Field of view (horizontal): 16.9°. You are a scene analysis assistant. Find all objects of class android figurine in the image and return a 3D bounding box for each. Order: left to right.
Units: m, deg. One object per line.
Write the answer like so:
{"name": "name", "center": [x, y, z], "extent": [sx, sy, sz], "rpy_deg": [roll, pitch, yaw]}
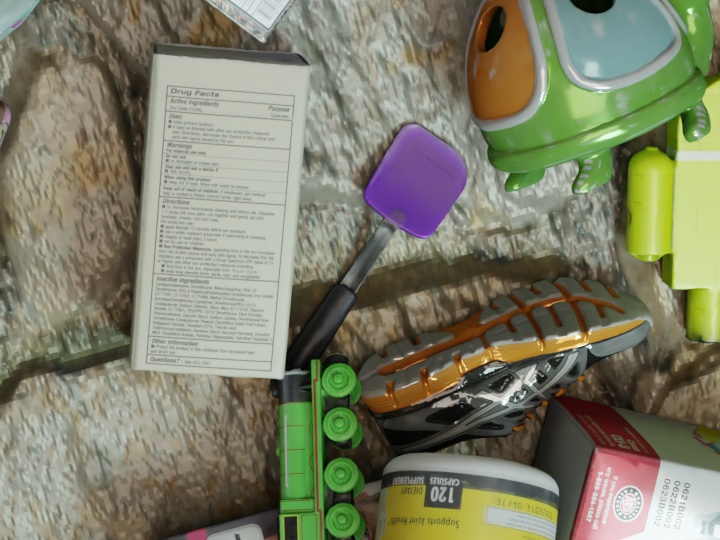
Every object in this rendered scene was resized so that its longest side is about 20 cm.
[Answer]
{"name": "android figurine", "center": [0.264, -0.051, 1.610], "extent": [0.181, 0.041, 0.201], "rpy_deg": [1, 102, -7]}

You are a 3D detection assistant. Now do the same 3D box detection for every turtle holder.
{"name": "turtle holder", "center": [0.153, -0.137, 1.528], "extent": [0.185, 0.141, 0.132], "rpy_deg": [-22, 101, -2]}

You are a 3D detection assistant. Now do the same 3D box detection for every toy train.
{"name": "toy train", "center": [-0.026, 0.151, 1.533], "extent": [0.056, 0.042, 0.201], "rpy_deg": [-4, 74, 6]}

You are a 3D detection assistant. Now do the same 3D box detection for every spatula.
{"name": "spatula", "center": [0.000, 0.000, 1.593], "extent": [0.056, 0.021, 0.201], "rpy_deg": [33, 97, 1]}

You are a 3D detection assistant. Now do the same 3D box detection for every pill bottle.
{"name": "pill bottle", "center": [0.058, 0.219, 1.486], "extent": [0.111, 0.112, 0.201], "rpy_deg": [9, 77, -9]}

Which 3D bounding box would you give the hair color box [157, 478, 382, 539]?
{"name": "hair color box", "center": [-0.031, 0.199, 1.571], "extent": [0.199, 0.061, 0.101], "rpy_deg": [-15, 79, -8]}

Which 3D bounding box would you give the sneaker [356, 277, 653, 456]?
{"name": "sneaker", "center": [0.099, 0.067, 1.598], "extent": [0.199, 0.078, 0.078], "rpy_deg": [-19, 116, 0]}

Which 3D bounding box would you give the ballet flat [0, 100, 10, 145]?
{"name": "ballet flat", "center": [-0.292, -0.033, 1.534], "extent": [0.199, 0.069, 0.071], "rpy_deg": [-33, 121, 4]}

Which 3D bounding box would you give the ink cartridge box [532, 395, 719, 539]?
{"name": "ink cartridge box", "center": [0.215, 0.184, 1.592], "extent": [0.199, 0.145, 0.146], "rpy_deg": [12, 98, -10]}

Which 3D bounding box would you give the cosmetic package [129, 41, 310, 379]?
{"name": "cosmetic package", "center": [-0.091, -0.039, 1.541], "extent": [0.103, 0.087, 0.201], "rpy_deg": [5, 100, -7]}

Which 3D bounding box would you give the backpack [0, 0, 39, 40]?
{"name": "backpack", "center": [-0.254, -0.183, 1.437], "extent": [0.126, 0.200, 0.167], "rpy_deg": [41, 92, -12]}

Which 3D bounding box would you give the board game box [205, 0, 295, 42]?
{"name": "board game box", "center": [-0.098, -0.265, 1.462], "extent": [0.200, 0.097, 0.160], "rpy_deg": [35, 94, -33]}
